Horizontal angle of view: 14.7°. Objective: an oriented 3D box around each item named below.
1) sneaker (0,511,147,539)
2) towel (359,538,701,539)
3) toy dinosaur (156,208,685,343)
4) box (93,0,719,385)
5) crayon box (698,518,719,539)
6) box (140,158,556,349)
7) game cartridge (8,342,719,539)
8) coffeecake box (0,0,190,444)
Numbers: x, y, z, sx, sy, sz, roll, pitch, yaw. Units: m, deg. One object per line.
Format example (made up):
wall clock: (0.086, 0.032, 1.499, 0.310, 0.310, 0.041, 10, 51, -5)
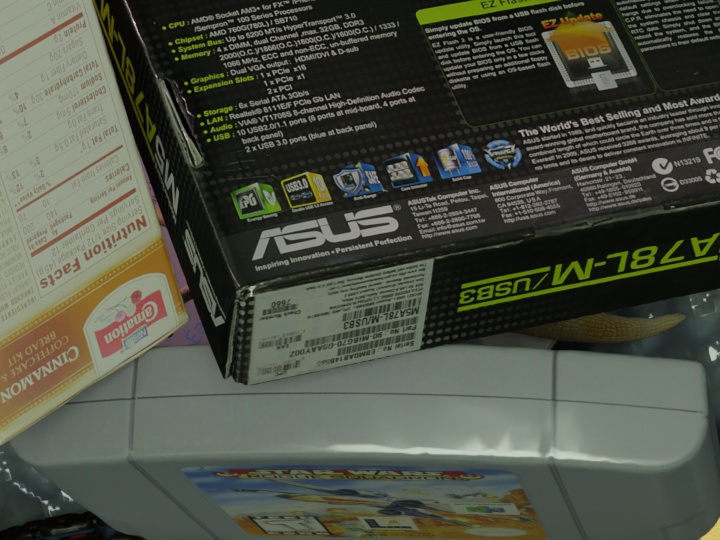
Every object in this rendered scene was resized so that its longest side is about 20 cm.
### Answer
sneaker: (-0.146, 0.133, 0.923, 0.199, 0.075, 0.079, -9, 96, 2)
towel: (0.027, 0.148, 0.890, 0.199, 0.023, 0.144, -23, 92, 1)
toy dinosaur: (0.000, 0.000, 0.882, 0.200, 0.058, 0.101, 31, 92, -2)
box: (0.028, -0.070, 0.806, 0.199, 0.048, 0.193, -12, 50, -17)
crayon box: (0.084, 0.150, 0.929, 0.200, 0.058, 0.119, -29, 92, 2)
box: (-0.022, -0.027, 0.929, 0.200, 0.041, 0.156, 30, 92, -2)
game cartridge: (0.004, 0.053, 0.817, 0.199, 0.133, 0.042, 0, 78, 10)
coffeecake box: (-0.142, -0.071, 0.767, 0.073, 0.153, 0.201, -33, 125, -29)
